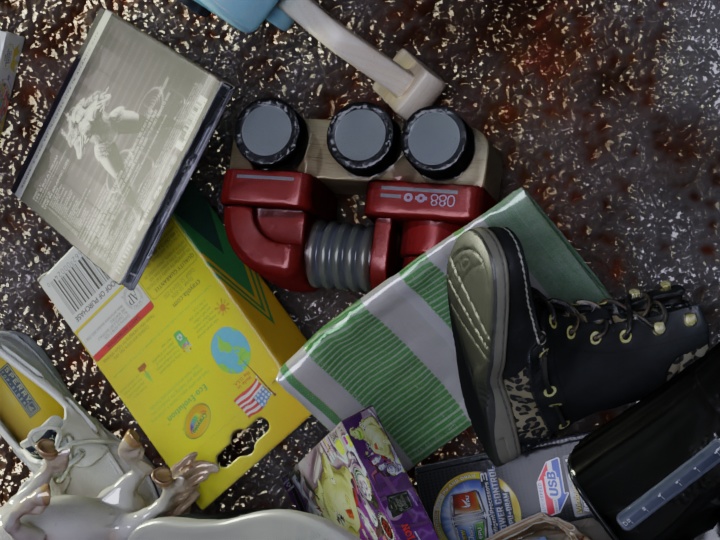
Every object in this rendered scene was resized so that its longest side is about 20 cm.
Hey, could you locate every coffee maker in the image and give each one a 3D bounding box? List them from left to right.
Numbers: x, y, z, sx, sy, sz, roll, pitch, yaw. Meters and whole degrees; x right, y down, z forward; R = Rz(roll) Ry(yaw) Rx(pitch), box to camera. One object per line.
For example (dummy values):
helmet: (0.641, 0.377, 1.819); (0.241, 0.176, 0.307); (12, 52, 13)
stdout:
coffee maker: (0.230, 0.081, 1.317); (0.200, 0.135, 0.192); (-40, 57, 24)

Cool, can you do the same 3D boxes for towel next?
towel: (0.059, 0.047, 1.412); (0.200, 0.153, 0.023); (-34, 44, 11)

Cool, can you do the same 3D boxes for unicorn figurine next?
unicorn figurine: (-0.203, 0.161, 1.448); (0.199, 0.137, 0.074); (13, 48, -16)

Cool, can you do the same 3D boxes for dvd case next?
dvd case: (-0.165, -0.086, 1.483); (0.200, 0.016, 0.149); (34, 99, 53)

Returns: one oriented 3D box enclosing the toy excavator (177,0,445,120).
toy excavator: (-0.055, -0.186, 1.468); (0.100, 0.194, 0.200); (-51, 49, 8)

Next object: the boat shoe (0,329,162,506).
boat shoe: (-0.210, 0.121, 1.517); (0.075, 0.086, 0.202); (-41, 79, 11)

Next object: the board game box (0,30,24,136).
board game box: (-0.331, -0.088, 1.582); (0.134, 0.034, 0.201); (14, 92, 15)

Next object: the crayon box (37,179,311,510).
crayon box: (-0.117, 0.046, 1.495); (0.127, 0.051, 0.200); (-41, 78, 29)

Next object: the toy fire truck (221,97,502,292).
toy fire truck: (0.000, 0.000, 1.459); (0.175, 0.129, 0.201); (4, 80, 15)

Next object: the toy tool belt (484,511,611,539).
toy tool belt: (0.082, 0.239, 1.371); (0.200, 0.123, 0.125); (-39, 79, 12)

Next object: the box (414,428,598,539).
box: (0.134, 0.211, 1.443); (0.160, 0.044, 0.201); (-12, 85, 14)

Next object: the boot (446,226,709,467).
boot: (0.137, 0.029, 1.366); (0.153, 0.204, 0.074); (-18, 49, -9)

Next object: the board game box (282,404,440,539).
board game box: (0.003, 0.164, 1.408); (0.032, 0.200, 0.120); (-28, 82, -19)

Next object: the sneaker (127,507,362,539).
sneaker: (-0.044, 0.183, 1.420); (0.200, 0.112, 0.073); (3, 93, 34)
